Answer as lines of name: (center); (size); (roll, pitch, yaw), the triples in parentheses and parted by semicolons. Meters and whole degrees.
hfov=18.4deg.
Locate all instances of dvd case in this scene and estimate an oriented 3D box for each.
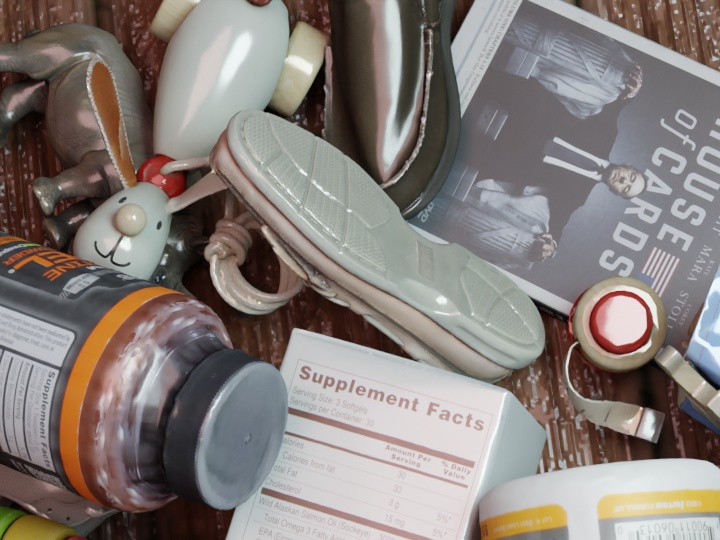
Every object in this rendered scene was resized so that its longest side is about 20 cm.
dvd case: (0.121, -0.050, 1.150); (0.199, 0.025, 0.151); (26, 84, 18)

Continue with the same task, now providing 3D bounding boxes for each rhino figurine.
rhino figurine: (-0.132, -0.049, 1.187); (0.087, 0.060, 0.201); (-29, 74, -13)

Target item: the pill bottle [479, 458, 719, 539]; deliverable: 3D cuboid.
pill bottle: (0.119, 0.190, 0.988); (0.116, 0.116, 0.201); (-8, 78, 11)

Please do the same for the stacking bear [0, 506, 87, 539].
stacking bear: (-0.167, 0.174, 1.102); (0.198, 0.122, 0.115); (2, 73, 11)

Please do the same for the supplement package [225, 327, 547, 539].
supplement package: (0.003, 0.147, 1.081); (0.117, 0.117, 0.201); (15, 80, 17)

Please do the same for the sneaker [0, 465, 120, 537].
sneaker: (-0.125, 0.096, 1.153); (0.199, 0.076, 0.093); (-3, 84, 20)

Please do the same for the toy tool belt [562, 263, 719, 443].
toy tool belt: (0.197, 0.044, 1.043); (0.199, 0.123, 0.126); (19, 83, 4)

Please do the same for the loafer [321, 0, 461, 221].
loafer: (0.007, -0.119, 1.152); (0.073, 0.071, 0.201); (-10, 64, 29)

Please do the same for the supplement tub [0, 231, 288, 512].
supplement tub: (-0.133, 0.050, 1.056); (0.199, 0.107, 0.108); (17, 81, 29)

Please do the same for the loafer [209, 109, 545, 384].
loafer: (0.000, 0.000, 1.097); (0.063, 0.199, 0.072); (-42, 24, 33)

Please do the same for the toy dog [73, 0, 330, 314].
toy dog: (-0.077, -0.086, 1.132); (0.131, 0.096, 0.201); (9, 60, -13)
